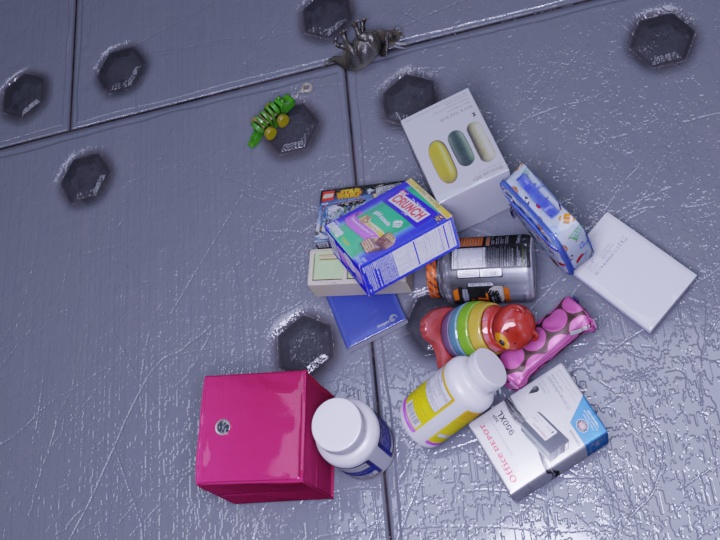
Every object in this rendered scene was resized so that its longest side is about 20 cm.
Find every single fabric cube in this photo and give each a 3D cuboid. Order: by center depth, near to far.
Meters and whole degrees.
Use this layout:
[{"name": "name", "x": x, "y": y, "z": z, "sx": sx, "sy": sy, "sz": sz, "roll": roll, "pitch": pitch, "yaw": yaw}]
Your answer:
[{"name": "fabric cube", "x": -0.165, "y": 0.305, "z": 1.609, "sx": 0.195, "sy": 0.200, "sz": 0.200, "roll": -5, "pitch": 66, "yaw": 14}]

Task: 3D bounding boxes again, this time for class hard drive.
[{"name": "hard drive", "x": 0.489, "y": 0.002, "z": 1.625, "sx": 0.199, "sy": 0.025, "sz": 0.132, "roll": 41, "pitch": 84, "yaw": 26}, {"name": "hard drive", "x": -0.002, "y": 0.043, "z": 1.763, "sx": 0.130, "sy": 0.025, "sz": 0.203, "roll": -26, "pitch": 64, "yaw": 5}]

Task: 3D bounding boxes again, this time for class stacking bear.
[{"name": "stacking bear", "x": 0.222, "y": 0.107, "z": 1.575, "sx": 0.198, "sy": 0.123, "sz": 0.113, "roll": -13, "pitch": 20, "yaw": 48}]

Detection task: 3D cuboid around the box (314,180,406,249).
[{"name": "box", "x": 0.010, "y": -0.110, "z": 1.796, "sx": 0.196, "sy": 0.040, "sz": 0.139, "roll": -5, "pitch": 53, "yaw": 15}]

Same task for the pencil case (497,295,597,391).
[{"name": "pencil case", "x": 0.327, "y": 0.136, "z": 1.588, "sx": 0.199, "sy": 0.091, "sz": 0.094, "roll": -41, "pitch": 32, "yaw": 1}]

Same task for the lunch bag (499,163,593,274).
[{"name": "lunch bag", "x": 0.333, "y": -0.097, "z": 1.612, "sx": 0.075, "sy": 0.160, "sz": 0.201, "roll": -40, "pitch": 54, "yaw": 5}]

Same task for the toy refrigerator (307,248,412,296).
[{"name": "toy refrigerator", "x": 0.000, "y": 0.000, "z": 1.726, "sx": 0.196, "sy": 0.070, "sz": 0.078, "roll": -2, "pitch": 68, "yaw": 16}]

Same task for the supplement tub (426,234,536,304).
[{"name": "supplement tub", "x": 0.226, "y": -0.001, "z": 1.659, "sx": 0.196, "sy": 0.123, "sz": 0.125, "roll": -3, "pitch": 68, "yaw": 16}]

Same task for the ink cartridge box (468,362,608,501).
[{"name": "ink cartridge box", "x": 0.308, "y": 0.282, "z": 1.542, "sx": 0.198, "sy": 0.084, "sz": 0.146, "roll": -33, "pitch": 63, "yaw": 2}]

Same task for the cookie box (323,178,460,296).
[{"name": "cookie box", "x": 0.057, "y": -0.066, "z": 1.648, "sx": 0.197, "sy": 0.076, "sz": 0.171, "roll": -28, "pitch": 38, "yaw": -11}]

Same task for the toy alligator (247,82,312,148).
[{"name": "toy alligator", "x": -0.184, "y": -0.355, "z": 1.961, "sx": 0.059, "sy": 0.054, "sz": 0.200, "roll": 40, "pitch": 84, "yaw": 26}]

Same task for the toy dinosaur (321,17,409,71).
[{"name": "toy dinosaur", "x": -0.004, "y": -0.483, "z": 1.945, "sx": 0.198, "sy": 0.077, "sz": 0.103, "roll": -30, "pitch": 96, "yaw": 18}]

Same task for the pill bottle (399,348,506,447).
[{"name": "pill bottle", "x": 0.163, "y": 0.219, "z": 1.550, "sx": 0.200, "sy": 0.103, "sz": 0.106, "roll": -44, "pitch": 56, "yaw": 36}]

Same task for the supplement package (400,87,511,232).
[{"name": "supplement package", "x": 0.193, "y": -0.210, "z": 1.736, "sx": 0.149, "sy": 0.151, "sz": 0.203, "roll": -24, "pitch": 64, "yaw": 5}]

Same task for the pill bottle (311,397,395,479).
[{"name": "pill bottle", "x": -0.015, "y": 0.293, "z": 1.569, "sx": 0.117, "sy": 0.200, "sz": 0.122, "roll": -6, "pitch": 66, "yaw": 13}]
